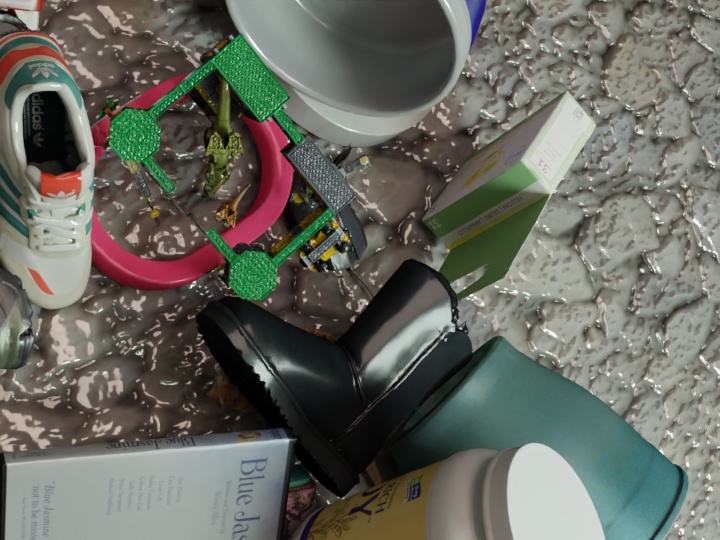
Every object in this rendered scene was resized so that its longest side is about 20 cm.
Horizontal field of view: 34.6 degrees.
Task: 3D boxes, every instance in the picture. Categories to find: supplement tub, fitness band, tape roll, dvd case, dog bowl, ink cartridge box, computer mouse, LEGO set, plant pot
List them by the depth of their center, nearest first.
[{"bbox_3d":[-0.145,0.180,0.787,0.197,0.018,0.145,-2,113,-24],"label":"dvd case"},{"bbox_3d":[0.057,0.211,0.806,0.145,0.198,0.147,34,42,-37],"label":"supplement tub"},{"bbox_3d":[-0.097,-0.083,0.879,0.200,0.116,0.154,42,89,-16],"label":"LEGO set"},{"bbox_3d":[-0.003,-0.215,0.893,0.199,0.199,0.080,37,58,-20],"label":"dog bowl"},{"bbox_3d":[-0.140,-0.071,0.912,0.199,0.037,0.145,-37,102,-33],"label":"fitness band"},{"bbox_3d":[0.129,0.165,0.941,0.188,0.200,0.200,46,57,1],"label":"plant pot"},{"bbox_3d":[0.000,0.000,0.985,0.059,0.034,0.201,-42,102,-34],"label":"computer mouse"},{"bbox_3d":[0.107,-0.052,0.992,0.048,0.145,0.201,46,53,-10],"label":"ink cartridge box"},{"bbox_3d":[-0.011,-0.212,1.030,0.200,0.037,0.206,9,73,-31],"label":"tape roll"}]

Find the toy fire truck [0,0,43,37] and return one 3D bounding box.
[{"bbox_3d":[-0.305,-0.243,0.768,0.174,0.128,0.203,-1,111,-33],"label":"toy fire truck"}]

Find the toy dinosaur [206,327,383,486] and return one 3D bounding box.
[{"bbox_3d":[-0.040,0.107,0.929,0.198,0.060,0.108,29,76,-31],"label":"toy dinosaur"}]

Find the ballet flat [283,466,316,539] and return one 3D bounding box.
[{"bbox_3d":[-0.122,0.180,0.845,0.197,0.069,0.072,7,93,-32],"label":"ballet flat"}]

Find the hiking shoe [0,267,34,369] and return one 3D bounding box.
[{"bbox_3d":[-0.293,-0.016,0.768,0.100,0.075,0.203,-25,93,-38],"label":"hiking shoe"}]

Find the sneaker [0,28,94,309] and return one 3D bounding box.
[{"bbox_3d":[-0.213,-0.052,0.776,0.069,0.093,0.203,-9,119,-22],"label":"sneaker"}]

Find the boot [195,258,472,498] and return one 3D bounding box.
[{"bbox_3d":[-0.012,0.048,0.862,0.168,0.076,0.201,-47,122,-18],"label":"boot"}]
